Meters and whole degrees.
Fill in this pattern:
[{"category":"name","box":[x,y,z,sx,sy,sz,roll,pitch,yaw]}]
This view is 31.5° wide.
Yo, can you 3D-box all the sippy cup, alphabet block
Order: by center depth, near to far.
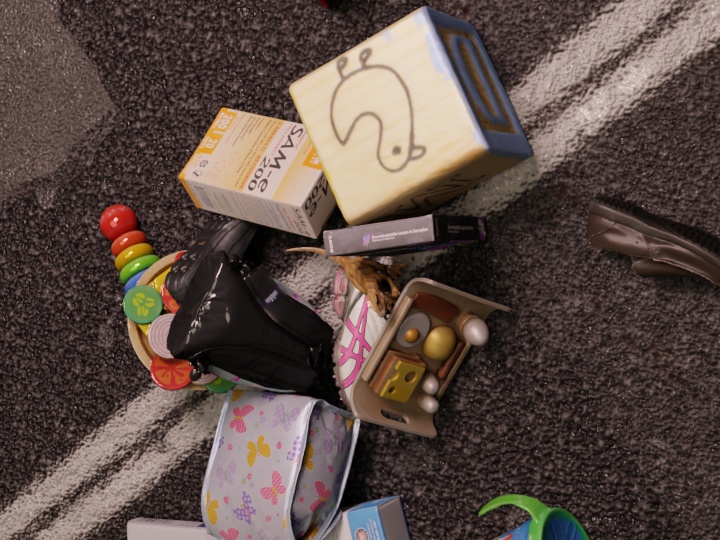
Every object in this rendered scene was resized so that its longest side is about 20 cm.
[{"category":"alphabet block","box":[0.065,-0.182,1.563,0.199,0.196,0.197,-28,80,22]},{"category":"sippy cup","box":[0.206,0.374,1.571,0.130,0.139,0.179,-24,58,33]}]

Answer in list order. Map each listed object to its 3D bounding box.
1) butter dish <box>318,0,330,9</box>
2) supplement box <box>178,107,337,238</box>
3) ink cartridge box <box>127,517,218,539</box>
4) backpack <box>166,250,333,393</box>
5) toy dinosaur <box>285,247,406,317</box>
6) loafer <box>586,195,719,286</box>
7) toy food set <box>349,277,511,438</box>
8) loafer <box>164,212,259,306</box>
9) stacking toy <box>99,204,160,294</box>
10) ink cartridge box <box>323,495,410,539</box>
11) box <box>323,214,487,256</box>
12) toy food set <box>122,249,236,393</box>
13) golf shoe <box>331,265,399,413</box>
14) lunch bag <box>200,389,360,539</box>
[{"category":"butter dish","box":[-0.042,-0.458,1.611,0.147,0.200,0.201,-22,84,7]},{"category":"supplement box","box":[-0.121,-0.131,1.673,0.198,0.074,0.127,14,61,28]},{"category":"ink cartridge box","box":[-0.238,0.458,1.813,0.194,0.043,0.202,0,95,23]},{"category":"backpack","box":[-0.134,0.073,1.641,0.168,0.199,0.127,-62,29,5]},{"category":"toy dinosaur","box":[0.000,0.000,1.612,0.200,0.106,0.061,36,102,55]},{"category":"loafer","box":[0.357,-0.023,1.516,0.199,0.073,0.072,27,113,26]},{"category":"toy food set","box":[0.088,0.111,1.590,0.201,0.143,0.060,-62,38,14]},{"category":"loafer","box":[-0.185,-0.026,1.712,0.068,0.201,0.071,4,137,44]},{"category":"stacking toy","box":[-0.312,-0.005,1.804,0.085,0.085,0.201,-33,75,22]},{"category":"ink cartridge box","box":[-0.032,0.394,1.694,0.198,0.084,0.147,-17,86,24]},{"category":"box","box":[0.059,-0.041,1.568,0.142,0.200,0.037,-8,86,24]},{"category":"toy food set","box":[-0.218,0.069,1.727,0.197,0.049,0.201,-38,89,-19]},{"category":"golf shoe","box":[0.012,0.091,1.666,0.091,0.072,0.202,-1,92,22]},{"category":"lunch bag","box":[-0.108,0.268,1.663,0.168,0.127,0.202,0,68,40]}]
